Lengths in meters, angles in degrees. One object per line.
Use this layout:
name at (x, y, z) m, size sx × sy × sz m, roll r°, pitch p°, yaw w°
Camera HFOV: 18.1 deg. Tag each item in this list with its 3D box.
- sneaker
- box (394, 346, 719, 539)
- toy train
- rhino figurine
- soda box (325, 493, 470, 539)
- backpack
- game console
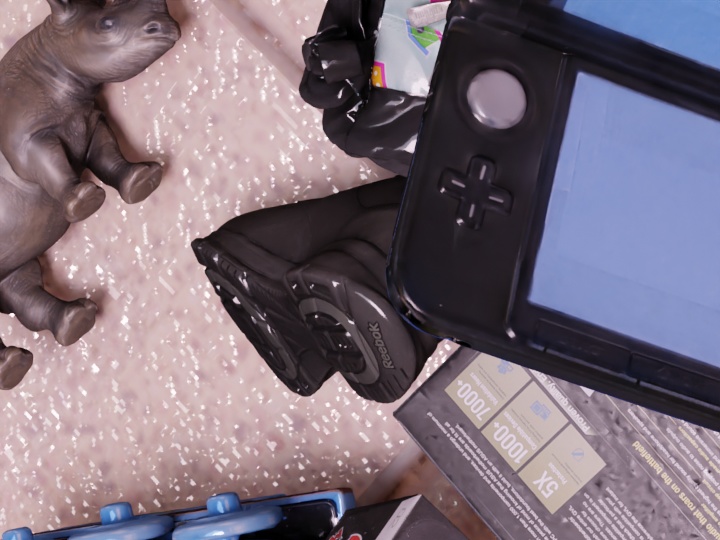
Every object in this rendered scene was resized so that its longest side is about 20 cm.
sneaker at (0.000, 0.000, 0.897) m, size 0.076 × 0.091 × 0.200 m, roll 57°, pitch 162°, yaw -19°
box at (0.143, 0.070, 0.848) m, size 0.200 × 0.086 × 0.164 m, roll 48°, pitch 115°, yaw 10°
toy train at (-0.078, 0.137, 0.965) m, size 0.199 × 0.114 × 0.087 m, roll -12°, pitch 88°, yaw 28°
rhino figurine at (-0.135, -0.054, 0.987) m, size 0.087 × 0.060 × 0.201 m, roll 38°, pitch 111°, yaw 27°
soda box at (0.059, 0.178, 0.878) m, size 0.200 × 0.071 × 0.063 m, roll 44°, pitch 152°, yaw -14°
backpack at (0.064, -0.137, 0.832) m, size 0.126 × 0.167 × 0.201 m, roll 18°, pitch 105°, yaw 2°
game console at (0.130, -0.049, 0.708) m, size 0.199 × 0.118 × 0.172 m, roll 18°, pitch 67°, yaw -10°
